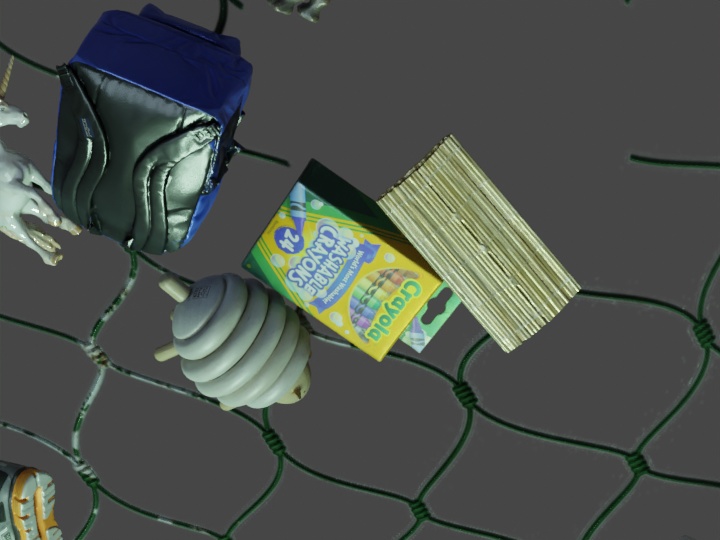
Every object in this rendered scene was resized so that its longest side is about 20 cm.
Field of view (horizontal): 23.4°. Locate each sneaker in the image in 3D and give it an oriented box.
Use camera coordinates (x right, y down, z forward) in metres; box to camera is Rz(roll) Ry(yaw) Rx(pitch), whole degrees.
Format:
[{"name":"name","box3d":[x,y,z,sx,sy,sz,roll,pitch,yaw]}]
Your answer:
[{"name":"sneaker","box3d":[-0.398,0.299,2.018,0.077,0.078,0.201,22,125,22]}]

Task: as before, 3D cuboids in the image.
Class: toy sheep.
[{"name":"toy sheep","box3d":[-0.126,0.069,1.723,0.200,0.138,0.138,36,129,-28]}]

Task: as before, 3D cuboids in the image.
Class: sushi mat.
[{"name":"sushi mat","box3d":[0.112,-0.023,1.620,0.096,0.012,0.200,-40,104,4]}]

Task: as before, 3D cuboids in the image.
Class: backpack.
[{"name":"backpack","box3d":[-0.185,-0.124,1.593,0.162,0.168,0.201,25,131,7]}]

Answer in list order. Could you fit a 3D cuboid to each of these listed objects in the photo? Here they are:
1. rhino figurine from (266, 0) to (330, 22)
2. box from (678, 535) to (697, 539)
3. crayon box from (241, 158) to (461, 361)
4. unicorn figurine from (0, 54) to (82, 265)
[{"name":"rhino figurine","box3d":[-0.099,-0.305,1.508,0.200,0.060,0.088,36,113,-3]},{"name":"box","box3d":[0.349,0.419,1.730,0.170,0.199,0.201,23,127,6]},{"name":"crayon box","box3d":[0.000,0.000,1.678,0.199,0.052,0.126,34,127,-4]},{"name":"unicorn figurine","box3d":[-0.338,-0.088,1.729,0.137,0.074,0.200,37,133,8]}]
